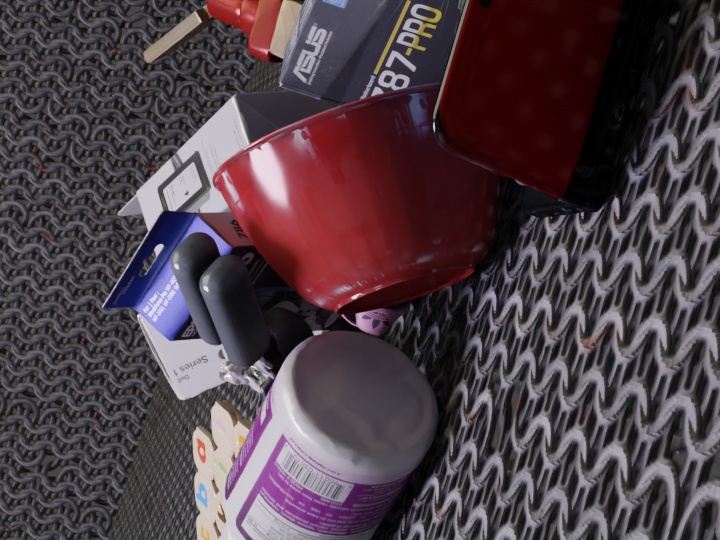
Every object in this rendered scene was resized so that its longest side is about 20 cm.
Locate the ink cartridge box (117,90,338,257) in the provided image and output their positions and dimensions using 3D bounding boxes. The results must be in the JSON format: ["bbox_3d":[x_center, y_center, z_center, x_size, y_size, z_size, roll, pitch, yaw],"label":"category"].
[{"bbox_3d":[-0.086,-0.060,1.324,0.200,0.116,0.068,-37,67,49],"label":"ink cartridge box"}]

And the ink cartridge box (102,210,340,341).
[{"bbox_3d":[-0.077,0.003,1.254,0.099,0.200,0.039,-55,55,33],"label":"ink cartridge box"}]

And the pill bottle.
[{"bbox_3d":[-0.030,0.142,1.215,0.200,0.112,0.112,118,165,-45],"label":"pill bottle"}]

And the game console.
[{"bbox_3d":[0.099,-0.142,0.976,0.172,0.119,0.200,178,109,-79],"label":"game console"}]

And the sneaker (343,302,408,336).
[{"bbox_3d":[0.000,0.000,1.408,0.200,0.070,0.082,-138,67,-81],"label":"sneaker"}]

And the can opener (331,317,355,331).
[{"bbox_3d":[-0.052,0.132,1.515,0.066,0.053,0.200,131,154,-65],"label":"can opener"}]

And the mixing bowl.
[{"bbox_3d":[0.013,-0.036,1.154,0.200,0.200,0.108,138,116,-71],"label":"mixing bowl"}]

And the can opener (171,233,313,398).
[{"bbox_3d":[-0.080,0.030,1.188,0.066,0.053,0.200,-50,-23,-13],"label":"can opener"}]

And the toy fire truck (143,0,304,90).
[{"bbox_3d":[-0.068,-0.207,1.499,0.176,0.200,0.129,-13,-57,-58],"label":"toy fire truck"}]

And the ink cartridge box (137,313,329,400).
[{"bbox_3d":[-0.090,0.024,1.504,0.146,0.084,0.200,-26,6,10],"label":"ink cartridge box"}]

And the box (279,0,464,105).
[{"bbox_3d":[0.051,-0.182,1.179,0.200,0.161,0.049,118,165,-44],"label":"box"}]

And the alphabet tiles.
[{"bbox_3d":[-0.097,0.214,1.472,0.196,0.015,0.200,29,124,60],"label":"alphabet tiles"}]
